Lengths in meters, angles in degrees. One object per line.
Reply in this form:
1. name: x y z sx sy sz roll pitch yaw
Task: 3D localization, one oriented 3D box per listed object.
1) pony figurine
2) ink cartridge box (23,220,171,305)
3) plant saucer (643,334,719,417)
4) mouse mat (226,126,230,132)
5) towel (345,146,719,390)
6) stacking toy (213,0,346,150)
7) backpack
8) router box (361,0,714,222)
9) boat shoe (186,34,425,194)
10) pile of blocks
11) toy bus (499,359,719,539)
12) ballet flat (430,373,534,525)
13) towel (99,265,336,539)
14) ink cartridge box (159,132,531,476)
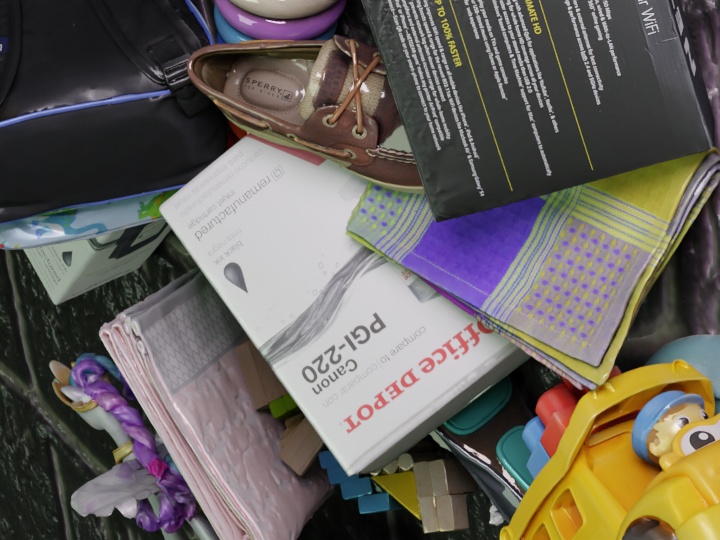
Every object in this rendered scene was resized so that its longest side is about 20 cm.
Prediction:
1. pony figurine: -0.146 0.149 1.633 0.200 0.167 0.193 54 159 -21
2. ink cartridge box: -0.191 -0.085 1.533 0.145 0.084 0.200 59 149 8
3. plant saucer: 0.217 0.130 1.205 0.200 0.027 0.201 34 140 35
4. mouse mat: -0.065 -0.019 1.494 0.161 0.008 0.200 60 147 -1
5. towel: 0.089 -0.040 1.166 0.200 0.023 0.144 33 98 35
6. stacking toy: -0.054 -0.121 1.329 0.085 0.085 0.200 42 147 26
7. backpack: -0.188 -0.118 1.339 0.147 0.183 0.200 89 162 -46
8. router box: 0.079 -0.138 1.079 0.149 0.051 0.200 -14 108 15
9. boat shoe: -0.008 -0.092 1.185 0.200 0.072 0.072 18 88 31
10. pile of blocks: 0.001 0.111 1.445 0.200 0.062 0.082 45 106 23
11. toy bus: 0.157 0.117 1.152 0.192 0.135 0.200 63 150 27
12. ballet flat: 0.077 0.103 1.340 0.200 0.073 0.073 50 147 10
13. towel: -0.086 0.093 1.460 0.032 0.200 0.191 -29 94 18
14. ink cartridge box: 0.000 0.000 1.279 0.200 0.146 0.085 53 -168 7
